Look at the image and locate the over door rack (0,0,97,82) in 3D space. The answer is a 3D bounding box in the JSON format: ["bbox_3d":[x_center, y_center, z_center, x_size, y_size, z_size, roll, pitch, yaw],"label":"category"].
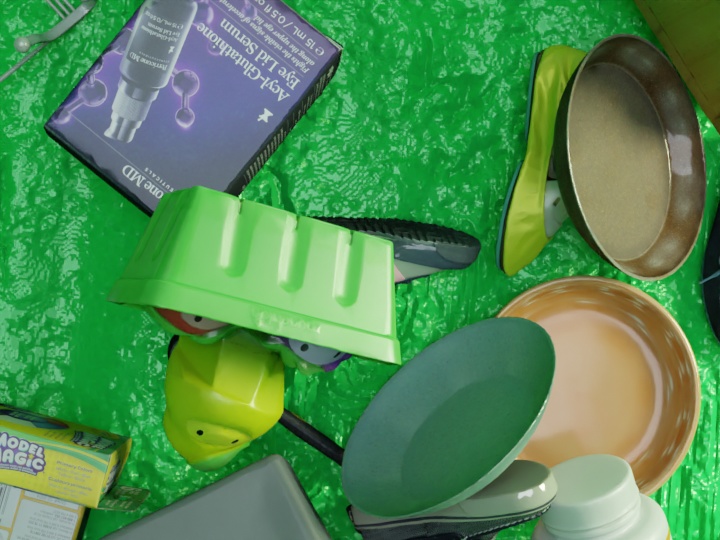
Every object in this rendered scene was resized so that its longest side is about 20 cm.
[{"bbox_3d":[-0.337,-0.209,0.984,0.200,0.067,0.148,-44,90,-4],"label":"over door rack"}]

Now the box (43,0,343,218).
[{"bbox_3d":[-0.132,-0.139,0.974,0.148,0.104,0.200,37,86,-2],"label":"box"}]

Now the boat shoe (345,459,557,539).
[{"bbox_3d":[0.083,0.210,0.953,0.075,0.200,0.093,-27,97,-44],"label":"boat shoe"}]

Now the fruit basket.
[{"bbox_3d":[-0.087,0.056,0.893,0.215,0.155,0.217,0,90,-24],"label":"fruit basket"}]

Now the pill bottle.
[{"bbox_3d":[0.201,0.252,0.956,0.109,0.109,0.201,-19,106,-4],"label":"pill bottle"}]

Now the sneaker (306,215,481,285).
[{"bbox_3d":[0.000,0.000,1.005,0.199,0.070,0.082,2,105,-1],"label":"sneaker"}]

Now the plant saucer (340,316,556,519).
[{"bbox_3d":[0.075,0.121,0.933,0.201,0.201,0.039,-42,114,-3],"label":"plant saucer"}]

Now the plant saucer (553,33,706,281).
[{"bbox_3d":[0.217,-0.091,0.982,0.200,0.034,0.201,5,83,-44],"label":"plant saucer"}]

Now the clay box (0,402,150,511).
[{"bbox_3d":[-0.263,0.140,0.953,0.199,0.115,0.048,15,88,-3],"label":"clay box"}]

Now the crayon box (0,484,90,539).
[{"bbox_3d":[-0.305,0.260,0.979,0.125,0.052,0.201,16,87,-3],"label":"crayon box"}]

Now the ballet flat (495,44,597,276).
[{"bbox_3d":[0.162,-0.091,1.004,0.067,0.067,0.201,10,84,23],"label":"ballet flat"}]

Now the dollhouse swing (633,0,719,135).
[{"bbox_3d":[0.311,-0.235,0.947,0.181,0.176,0.200,-32,89,-19],"label":"dollhouse swing"}]

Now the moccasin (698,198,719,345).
[{"bbox_3d":[0.330,-0.027,1.015,0.080,0.068,0.201,2,88,-3],"label":"moccasin"}]

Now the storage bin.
[{"bbox_3d":[-0.103,0.232,0.905,0.199,0.146,0.135,-26,79,-4],"label":"storage bin"}]

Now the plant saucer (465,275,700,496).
[{"bbox_3d":[0.186,0.105,1.019,0.199,0.037,0.201,0,89,-4],"label":"plant saucer"}]

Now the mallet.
[{"bbox_3d":[-0.078,0.111,1.008,0.200,0.066,0.041,36,90,-16],"label":"mallet"}]
